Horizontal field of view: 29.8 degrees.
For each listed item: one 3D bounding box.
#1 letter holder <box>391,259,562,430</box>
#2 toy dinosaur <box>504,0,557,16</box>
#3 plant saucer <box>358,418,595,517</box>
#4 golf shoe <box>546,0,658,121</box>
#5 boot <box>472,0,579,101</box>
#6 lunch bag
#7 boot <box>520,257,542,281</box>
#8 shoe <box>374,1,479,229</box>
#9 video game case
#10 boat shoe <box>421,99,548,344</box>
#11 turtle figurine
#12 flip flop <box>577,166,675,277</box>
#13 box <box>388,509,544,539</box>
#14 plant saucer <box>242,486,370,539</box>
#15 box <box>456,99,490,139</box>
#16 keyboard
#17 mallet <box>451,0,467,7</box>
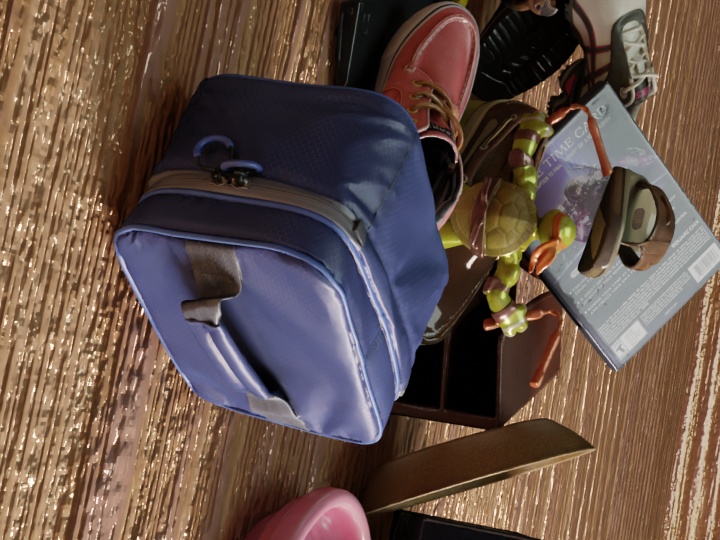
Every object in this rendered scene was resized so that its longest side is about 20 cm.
[{"bbox_3d":[0.104,0.037,1.160,0.200,0.100,0.143,-23,118,-66],"label":"letter holder"},{"bbox_3d":[0.137,-0.313,1.121,0.136,0.086,0.200,-55,-157,33],"label":"toy dinosaur"},{"bbox_3d":[0.084,0.152,1.062,0.200,0.199,0.036,16,56,-69],"label":"plant saucer"},{"bbox_3d":[0.217,-0.187,1.124,0.077,0.088,0.201,-26,140,-24],"label":"golf shoe"},{"bbox_3d":[0.147,-0.248,1.197,0.200,0.138,0.077,-45,125,5],"label":"boot"},{"bbox_3d":[-0.039,-0.001,0.719,0.200,0.135,0.133,70,35,-51],"label":"lunch bag"},{"bbox_3d":[0.168,-0.042,1.239,0.074,0.154,0.200,-57,173,11],"label":"boot"},{"bbox_3d":[0.044,-0.095,0.905,0.071,0.091,0.201,33,76,-25],"label":"shoe"},{"bbox_3d":[0.206,-0.035,1.122,0.143,0.019,0.200,-43,111,-8],"label":"video game case"},{"bbox_3d":[0.083,-0.037,1.020,0.074,0.075,0.203,24,85,-26],"label":"boat shoe"},{"bbox_3d":[0.084,-0.026,0.954,0.064,0.161,0.201,11,87,-64],"label":"turtle figurine"},{"bbox_3d":[0.210,-0.032,1.019,0.200,0.057,0.081,-7,117,-69],"label":"flip flop"},{"bbox_3d":[0.072,0.299,1.066,0.200,0.117,0.198,117,-15,-81],"label":"box"},{"bbox_3d":[-0.051,0.243,0.909,0.200,0.051,0.202,8,90,-69],"label":"plant saucer"},{"bbox_3d":[0.121,-0.116,1.175,0.200,0.075,0.050,-2,100,-68],"label":"box"},{"bbox_3d":[0.028,-0.186,0.981,0.200,0.021,0.128,-27,129,-66],"label":"keyboard"},{"bbox_3d":[0.078,-0.203,1.030,0.066,0.041,0.201,68,37,-59],"label":"mallet"}]
